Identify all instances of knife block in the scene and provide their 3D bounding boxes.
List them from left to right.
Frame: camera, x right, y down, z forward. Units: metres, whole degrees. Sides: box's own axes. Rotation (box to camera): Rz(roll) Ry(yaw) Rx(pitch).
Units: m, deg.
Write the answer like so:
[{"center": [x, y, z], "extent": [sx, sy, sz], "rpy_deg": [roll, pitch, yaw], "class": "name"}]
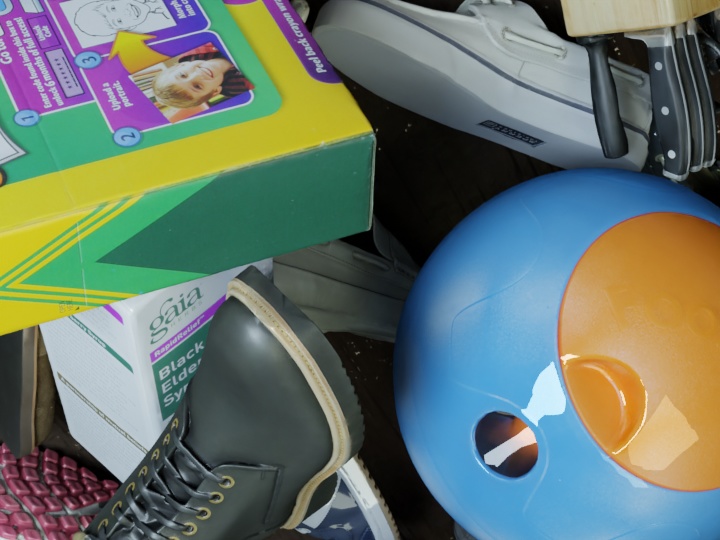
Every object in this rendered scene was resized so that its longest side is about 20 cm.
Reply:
[{"center": [0.131, -0.149, 0.783], "extent": [0.200, 0.064, 0.176], "rpy_deg": [36, 65, -41], "class": "knife block"}]

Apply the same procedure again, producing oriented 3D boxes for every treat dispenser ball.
[{"center": [0.115, 0.050, 0.801], "extent": [0.201, 0.201, 0.201], "rpy_deg": [-15, 128, -20], "class": "treat dispenser ball"}]

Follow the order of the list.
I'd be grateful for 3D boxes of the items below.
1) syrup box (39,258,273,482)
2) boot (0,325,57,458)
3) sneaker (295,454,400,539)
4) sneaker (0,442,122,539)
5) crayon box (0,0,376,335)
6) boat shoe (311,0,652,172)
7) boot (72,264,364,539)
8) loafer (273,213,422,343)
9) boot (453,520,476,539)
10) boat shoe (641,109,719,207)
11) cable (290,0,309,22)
[{"center": [-0.093, 0.028, 0.750], "extent": [0.079, 0.081, 0.200], "rpy_deg": [-41, 156, -25], "class": "syrup box"}, {"center": [-0.147, 0.004, 0.795], "extent": [0.075, 0.074, 0.200], "rpy_deg": [-11, 125, -34], "class": "boot"}, {"center": [-0.057, 0.118, 0.918], "extent": [0.108, 0.070, 0.200], "rpy_deg": [-34, 125, -10], "class": "sneaker"}, {"center": [-0.156, 0.152, 0.882], "extent": [0.200, 0.081, 0.075], "rpy_deg": [20, 113, -38], "class": "sneaker"}, {"center": [-0.113, -0.077, 0.662], "extent": [0.172, 0.200, 0.058], "rpy_deg": [-17, 139, -17], "class": "crayon box"}, {"center": [0.070, -0.109, 0.835], "extent": [0.200, 0.072, 0.066], "rpy_deg": [19, 78, -21], "class": "boat shoe"}, {"center": [-0.075, 0.093, 0.685], "extent": [0.138, 0.077, 0.200], "rpy_deg": [-34, 154, -21], "class": "boot"}, {"center": [0.000, 0.000, 0.865], "extent": [0.200, 0.070, 0.070], "rpy_deg": [9, 93, -50], "class": "loafer"}, {"center": [0.101, 0.066, 0.973], "extent": [0.200, 0.070, 0.132], "rpy_deg": [-57, 163, -14], "class": "boot"}, {"center": [0.206, -0.033, 0.954], "extent": [0.062, 0.075, 0.200], "rpy_deg": [-30, 131, 33], "class": "boat shoe"}, {"center": [-0.078, -0.041, 0.791], "extent": [0.097, 0.050, 0.200], "rpy_deg": [-42, 154, -67], "class": "cable"}]
